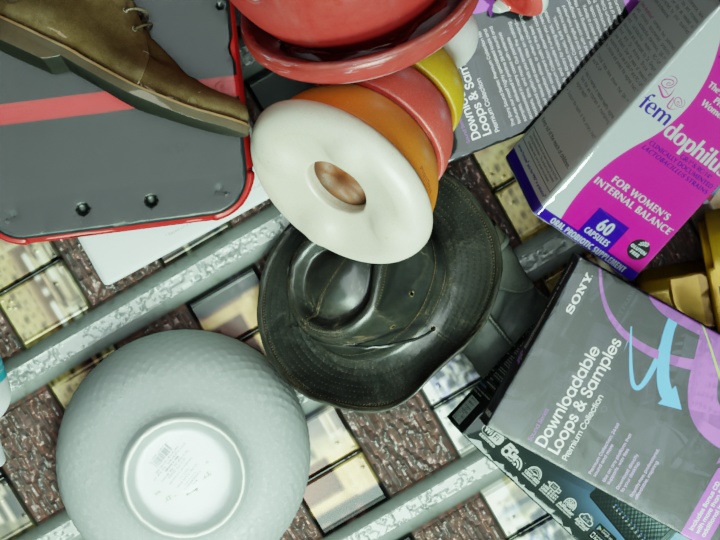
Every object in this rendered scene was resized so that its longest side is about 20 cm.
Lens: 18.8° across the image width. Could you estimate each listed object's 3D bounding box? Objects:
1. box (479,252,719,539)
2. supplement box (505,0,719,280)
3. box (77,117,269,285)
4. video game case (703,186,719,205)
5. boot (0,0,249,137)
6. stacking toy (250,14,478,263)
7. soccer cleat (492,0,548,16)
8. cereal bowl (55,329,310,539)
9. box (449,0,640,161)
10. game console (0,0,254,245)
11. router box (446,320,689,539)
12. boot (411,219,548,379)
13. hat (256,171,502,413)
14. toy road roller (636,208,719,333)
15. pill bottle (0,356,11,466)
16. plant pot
[{"bbox_3d":[0.207,0.096,1.578,0.199,0.036,0.143,28,93,-6],"label":"box"},{"bbox_3d":[0.214,-0.110,1.571,0.101,0.103,0.200,32,108,-24],"label":"supplement box"},{"bbox_3d":[-0.169,-0.117,1.598,0.152,0.106,0.201,-28,101,0],"label":"box"},{"bbox_3d":[0.271,-0.172,1.675,0.143,0.017,0.200,35,95,-10],"label":"video game case"},{"bbox_3d":[-0.159,-0.153,1.485,0.199,0.074,0.076,26,82,-4],"label":"boot"},{"bbox_3d":[0.028,-0.116,1.551,0.146,0.146,0.200,44,57,-10],"label":"stacking toy"},{"bbox_3d":[0.085,-0.270,1.584,0.085,0.069,0.200,-31,67,-21],"label":"soccer cleat"},{"bbox_3d":[-0.135,0.150,1.658,0.199,0.083,0.201,-1,100,-5],"label":"cereal bowl"},{"bbox_3d":[0.131,-0.184,1.634,0.199,0.036,0.144,-21,94,1],"label":"box"},{"bbox_3d":[-0.180,-0.114,1.533,0.199,0.031,0.178,-8,95,-5],"label":"game console"},{"bbox_3d":[0.188,0.125,1.637,0.200,0.062,0.150,42,90,-13],"label":"router box"},{"bbox_3d":[0.104,0.084,1.684,0.182,0.073,0.200,-37,107,3],"label":"boot"},{"bbox_3d":[0.000,0.000,1.605,0.200,0.081,0.202,-8,68,20],"label":"hat"},{"bbox_3d":[0.291,0.051,1.666,0.145,0.123,0.201,-10,96,9],"label":"toy road roller"},{"bbox_3d":[-0.326,0.059,1.611,0.110,0.111,0.201,-17,100,-2],"label":"pill bottle"},{"bbox_3d":[-0.020,-0.241,1.474,0.200,0.201,0.183,-19,129,-2],"label":"plant pot"}]
